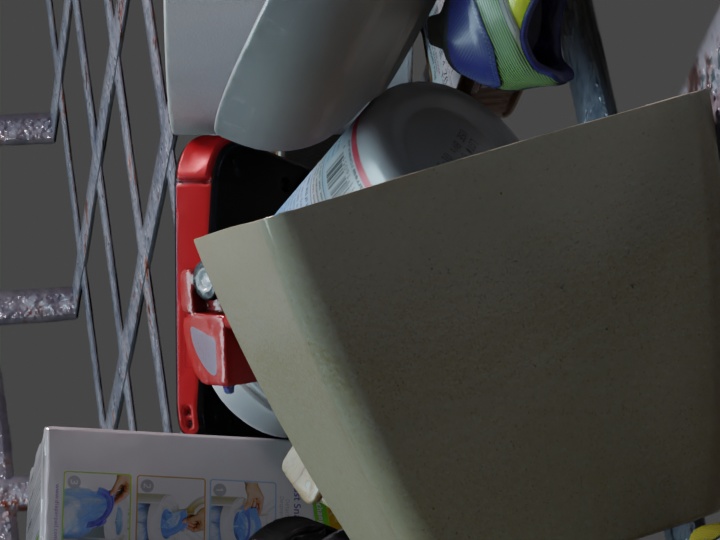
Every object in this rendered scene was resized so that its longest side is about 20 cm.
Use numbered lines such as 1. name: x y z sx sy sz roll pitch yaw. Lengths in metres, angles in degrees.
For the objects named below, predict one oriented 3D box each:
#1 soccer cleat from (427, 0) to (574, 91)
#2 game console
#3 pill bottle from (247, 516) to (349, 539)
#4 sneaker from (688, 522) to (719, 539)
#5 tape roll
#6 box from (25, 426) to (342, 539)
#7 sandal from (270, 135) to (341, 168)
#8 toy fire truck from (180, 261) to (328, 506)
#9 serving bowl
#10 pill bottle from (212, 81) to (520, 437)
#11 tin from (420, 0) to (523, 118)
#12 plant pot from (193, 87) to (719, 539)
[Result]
1. soccer cleat: 0.088 -0.183 1.384 0.083 0.065 0.201 16 103 32
2. game console: -0.045 0.022 1.695 0.200 0.031 0.178 18 -109 -56
3. pill bottle: 0.025 0.189 1.450 0.200 0.112 0.112 18 116 43
4. sneaker: 0.139 0.177 1.224 0.200 0.077 0.082 116 153 -49
5. tape roll: -0.040 -0.177 1.676 0.203 0.138 0.204 -179 90 -89
6. box: -0.081 0.152 1.611 0.113 0.199 0.102 122 150 -70
7. sandal: -0.006 -0.009 1.818 0.055 0.081 0.201 -19 74 61
8. toy fire truck: -0.011 0.065 1.445 0.200 0.049 0.142 2 97 49
9. serving bowl: 0.002 -0.140 1.453 0.201 0.066 0.200 -61 -1 -1
10. pill bottle: 0.000 0.000 1.544 0.200 0.108 0.109 -47 42 39
11. tin: 0.065 -0.152 1.523 0.200 0.042 0.112 113 147 -65
12. plant pot: 0.057 0.039 1.288 0.200 0.199 0.178 170 84 -78
